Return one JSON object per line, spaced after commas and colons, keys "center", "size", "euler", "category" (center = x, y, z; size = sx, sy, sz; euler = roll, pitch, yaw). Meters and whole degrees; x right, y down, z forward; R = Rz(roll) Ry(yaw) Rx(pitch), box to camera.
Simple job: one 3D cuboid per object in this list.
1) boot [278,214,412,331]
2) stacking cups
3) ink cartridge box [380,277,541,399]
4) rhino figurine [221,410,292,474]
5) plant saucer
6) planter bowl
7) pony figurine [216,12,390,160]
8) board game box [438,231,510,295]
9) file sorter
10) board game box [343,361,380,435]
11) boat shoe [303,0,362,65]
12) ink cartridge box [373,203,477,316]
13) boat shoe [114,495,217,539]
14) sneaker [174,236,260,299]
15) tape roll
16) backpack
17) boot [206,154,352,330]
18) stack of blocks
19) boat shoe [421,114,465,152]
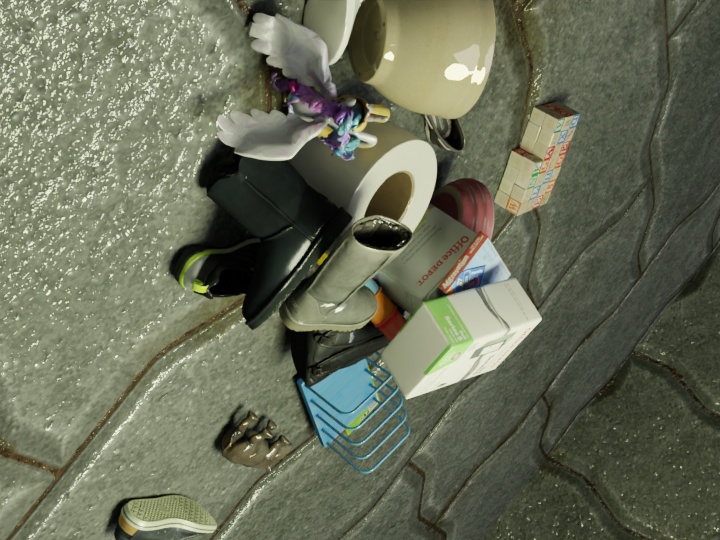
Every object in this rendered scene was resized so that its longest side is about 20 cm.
{"center": [0.002, 0.002, 1.265], "size": [0.181, 0.073, 0.200], "euler": [-12, 149, -47], "category": "boot"}
{"center": [0.003, 0.023, 1.465], "size": [0.060, 0.200, 0.061], "euler": [-41, -166, 12], "category": "stacking cups"}
{"center": [0.152, 0.100, 1.450], "size": [0.199, 0.084, 0.146], "euler": [-13, 151, -38], "category": "ink cartridge box"}
{"center": [-0.168, 0.296, 1.620], "size": [0.087, 0.060, 0.200], "euler": [-40, 153, 1], "category": "rhino figurine"}
{"center": [0.143, -0.062, 1.617], "size": [0.051, 0.201, 0.202], "euler": [19, 107, -28], "category": "plant saucer"}
{"center": [0.065, -0.300, 1.247], "size": [0.134, 0.201, 0.201], "euler": [-1, 125, -24], "category": "planter bowl"}
{"center": [-0.055, -0.200, 1.162], "size": [0.200, 0.192, 0.168], "euler": [-43, 150, -84], "category": "pony figurine"}
{"center": [0.179, 0.014, 1.488], "size": [0.103, 0.019, 0.200], "euler": [-54, 156, -3], "category": "board game box"}
{"center": [-0.002, 0.237, 1.700], "size": [0.139, 0.122, 0.201], "euler": [-41, 142, -23], "category": "file sorter"}
{"center": [-0.016, 0.229, 1.819], "size": [0.096, 0.030, 0.201], "euler": [-45, 152, -19], "category": "board game box"}
{"center": [-0.018, -0.349, 1.176], "size": [0.068, 0.072, 0.202], "euler": [-22, 128, -46], "category": "boat shoe"}
{"center": [0.073, -0.031, 1.500], "size": [0.144, 0.200, 0.085], "euler": [-43, 150, -20], "category": "ink cartridge box"}
{"center": [-0.304, 0.395, 1.509], "size": [0.062, 0.075, 0.200], "euler": [-55, 147, 11], "category": "boat shoe"}
{"center": [-0.163, 0.009, 1.303], "size": [0.199, 0.083, 0.072], "euler": [-13, 131, -52], "category": "sneaker"}
{"center": [-0.008, -0.121, 1.346], "size": [0.202, 0.139, 0.204], "euler": [-37, 147, -29], "category": "tape roll"}
{"center": [-0.017, 0.077, 1.561], "size": [0.199, 0.154, 0.164], "euler": [-11, 128, -24], "category": "backpack"}
{"center": [-0.131, -0.049, 1.222], "size": [0.200, 0.168, 0.076], "euler": [-50, -176, 8], "category": "boot"}
{"center": [0.340, -0.216, 1.865], "size": [0.115, 0.058, 0.201], "euler": [-22, 137, -46], "category": "stack of blocks"}
{"center": [0.124, -0.252, 1.498], "size": [0.067, 0.057, 0.200], "euler": [-50, 151, -10], "category": "boat shoe"}
